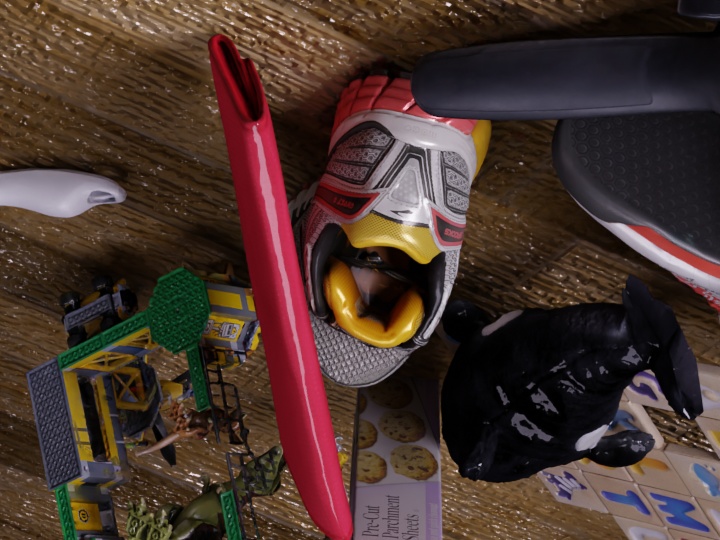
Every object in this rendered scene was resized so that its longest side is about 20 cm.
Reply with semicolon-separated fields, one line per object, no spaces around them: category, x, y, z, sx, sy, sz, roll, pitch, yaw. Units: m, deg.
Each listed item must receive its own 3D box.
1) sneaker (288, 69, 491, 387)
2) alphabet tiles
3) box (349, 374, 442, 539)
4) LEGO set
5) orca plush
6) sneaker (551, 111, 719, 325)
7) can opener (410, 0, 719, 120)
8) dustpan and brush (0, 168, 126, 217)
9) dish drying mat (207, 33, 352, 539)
sneaker;0.000;0.000;1.102;0.077;0.083;0.200;13;152;1
alphabet tiles;0.136;0.096;1.208;0.167;0.008;0.200;10;145;45
box;0.015;0.101;1.179;0.041;0.200;0.039;5;111;0
LEGO set;-0.062;0.099;1.222;0.154;0.201;0.116;-34;154;30
orca plush;0.076;0.067;1.132;0.105;0.071;0.200;45;156;-19
sneaker;0.150;0.003;1.059;0.200;0.068;0.108;18;149;-13
can opener;0.107;-0.073;0.960;0.199;0.079;0.063;-6;173;42
dustpan and brush;-0.199;-0.029;1.179;0.199;0.057;0.140;10;153;20
dish drying mat;-0.030;0.009;1.071;0.018;0.077;0.201;-14;123;-7
